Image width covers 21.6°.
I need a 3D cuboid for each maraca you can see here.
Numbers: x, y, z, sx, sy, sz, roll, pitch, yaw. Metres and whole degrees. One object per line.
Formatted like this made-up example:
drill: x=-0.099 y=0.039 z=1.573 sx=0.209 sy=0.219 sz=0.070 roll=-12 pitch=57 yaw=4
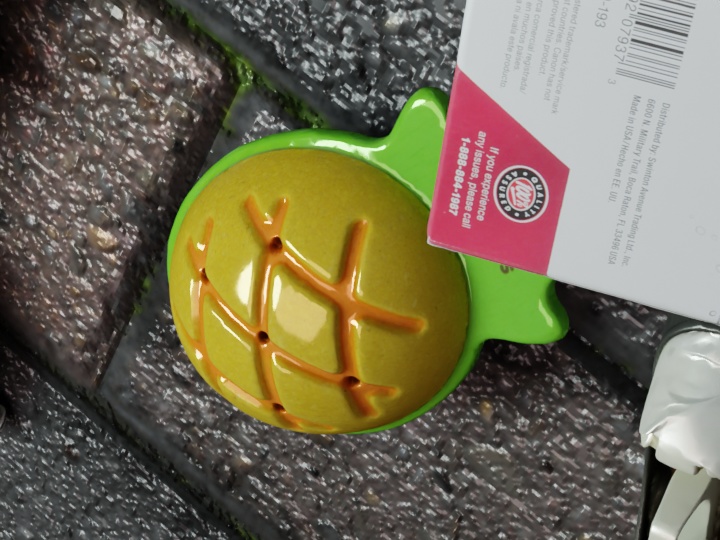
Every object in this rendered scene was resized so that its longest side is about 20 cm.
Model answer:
maraca: x=0.000 y=0.000 z=0.785 sx=0.200 sy=0.107 sz=0.137 roll=-23 pitch=105 yaw=37

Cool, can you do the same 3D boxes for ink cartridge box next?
ink cartridge box: x=0.135 y=-0.060 z=0.634 sx=0.200 sy=0.083 sz=0.145 roll=16 pitch=127 yaw=9

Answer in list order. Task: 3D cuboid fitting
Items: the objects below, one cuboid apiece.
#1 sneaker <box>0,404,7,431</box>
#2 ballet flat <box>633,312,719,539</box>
sneaker: x=-0.243 y=0.039 z=0.977 sx=0.082 sy=0.075 sz=0.200 roll=9 pitch=163 yaw=15
ballet flat: x=0.142 y=0.077 z=0.754 sx=0.068 sy=0.068 sz=0.200 roll=18 pitch=126 yaw=27
